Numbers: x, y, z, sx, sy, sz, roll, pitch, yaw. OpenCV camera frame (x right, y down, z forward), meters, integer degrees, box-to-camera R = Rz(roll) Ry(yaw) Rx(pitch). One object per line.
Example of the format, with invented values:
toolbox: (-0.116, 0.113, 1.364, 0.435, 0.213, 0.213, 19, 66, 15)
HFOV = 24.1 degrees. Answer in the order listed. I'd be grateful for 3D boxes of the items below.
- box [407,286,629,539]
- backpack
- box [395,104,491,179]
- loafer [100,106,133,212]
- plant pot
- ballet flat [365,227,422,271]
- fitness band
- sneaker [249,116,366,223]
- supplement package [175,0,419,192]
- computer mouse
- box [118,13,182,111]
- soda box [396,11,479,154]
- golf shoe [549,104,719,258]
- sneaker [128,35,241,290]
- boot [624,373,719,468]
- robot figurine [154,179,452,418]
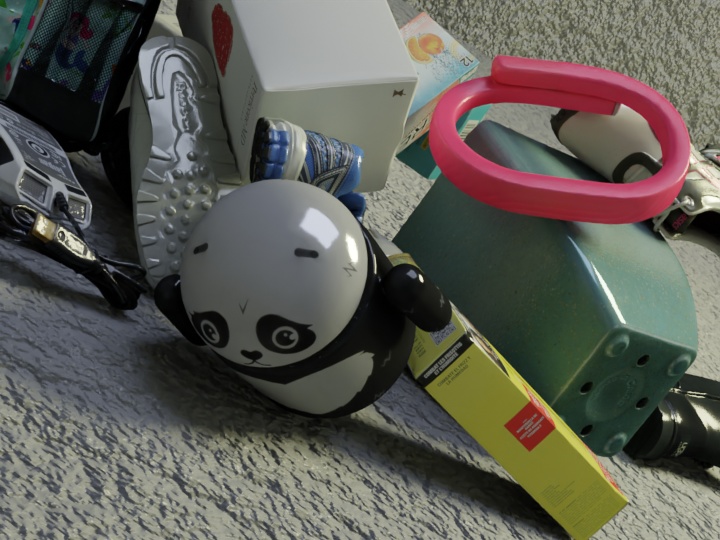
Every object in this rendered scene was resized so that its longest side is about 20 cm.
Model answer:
box: (0.104, 0.103, 1.181, 0.200, 0.050, 0.075, 47, 6, -27)
backpack: (-0.221, -0.208, 1.270, 0.150, 0.201, 0.177, 30, -7, -20)
box: (0.010, -0.168, 1.468, 0.200, 0.083, 0.049, 37, 15, 16)
loafer: (-0.118, -0.050, 1.309, 0.200, 0.073, 0.071, 41, 9, 8)
plant pot: (0.150, 0.035, 1.343, 0.195, 0.197, 0.200, 18, 26, -43)
ballet flat: (0.000, 0.000, 1.258, 0.070, 0.071, 0.200, 29, -8, -10)
fitness band: (0.151, -0.098, 1.284, 0.199, 0.038, 0.144, 6, 49, -4)
sneaker: (-0.040, -0.026, 1.176, 0.085, 0.200, 0.077, 5, 59, -8)
supplement package: (-0.052, -0.166, 1.244, 0.119, 0.122, 0.201, -6, 53, -20)
computer mouse: (-0.218, -0.049, 1.138, 0.109, 0.044, 0.200, 28, 16, -39)
box: (-0.105, -0.121, 1.456, 0.200, 0.109, 0.128, 36, 15, 13)
soda box: (0.004, -0.122, 1.346, 0.068, 0.064, 0.200, 44, 58, 12)
golf shoe: (0.244, -0.079, 1.376, 0.199, 0.077, 0.088, 25, 42, -21)
sneaker: (-0.133, -0.066, 1.216, 0.076, 0.081, 0.201, 7, 64, -21)
boot: (0.277, 0.109, 1.553, 0.168, 0.077, 0.200, 15, 30, -39)
robot figurine: (-0.036, 0.024, 1.074, 0.125, 0.150, 0.200, 51, 0, 28)
